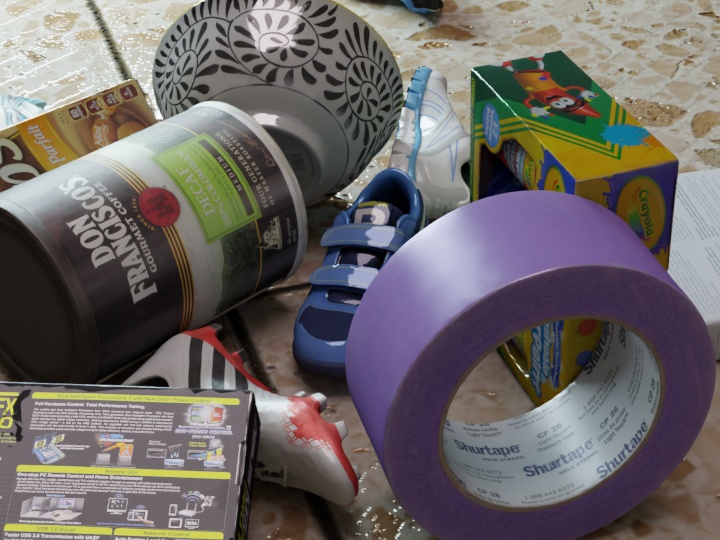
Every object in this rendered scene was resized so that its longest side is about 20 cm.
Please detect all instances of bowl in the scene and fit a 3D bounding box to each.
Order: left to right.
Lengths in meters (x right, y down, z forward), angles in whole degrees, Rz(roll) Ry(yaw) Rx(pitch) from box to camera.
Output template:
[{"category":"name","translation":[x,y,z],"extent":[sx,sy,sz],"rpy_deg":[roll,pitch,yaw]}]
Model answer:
[{"category":"bowl","translation":[-0.068,-0.108,1.167],"extent":[0.200,0.201,0.094],"rpy_deg":[2,47,4]}]

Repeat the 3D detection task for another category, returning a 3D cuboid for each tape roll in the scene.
[{"category":"tape roll","translation":[0.097,0.060,0.883],"extent":[0.200,0.200,0.085],"rpy_deg":[-9,33,-13]}]

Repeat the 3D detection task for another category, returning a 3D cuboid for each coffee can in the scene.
[{"category":"coffee can","translation":[-0.157,-0.017,1.059],"extent":[0.146,0.147,0.200],"rpy_deg":[26,41,35]}]

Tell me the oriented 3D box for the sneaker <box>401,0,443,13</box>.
[{"category":"sneaker","translation":[0.021,-0.309,1.597],"extent":[0.090,0.078,0.200],"rpy_deg":[-28,34,-6]}]

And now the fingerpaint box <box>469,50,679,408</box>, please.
[{"category":"fingerpaint box","translation":[0.132,-0.017,1.001],"extent":[0.073,0.200,0.167],"rpy_deg":[-12,35,-15]}]

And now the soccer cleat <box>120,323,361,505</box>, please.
[{"category":"soccer cleat","translation":[-0.077,0.101,0.956],"extent":[0.085,0.069,0.200],"rpy_deg":[-32,41,-23]}]

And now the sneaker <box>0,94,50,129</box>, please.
[{"category":"sneaker","translation":[-0.270,-0.101,1.259],"extent":[0.086,0.078,0.200],"rpy_deg":[-12,34,-22]}]

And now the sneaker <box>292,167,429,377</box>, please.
[{"category":"sneaker","translation":[0.000,0.000,1.089],"extent":[0.074,0.082,0.200],"rpy_deg":[9,36,12]}]

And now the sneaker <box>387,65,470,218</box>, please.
[{"category":"sneaker","translation":[0.068,-0.098,1.262],"extent":[0.087,0.075,0.200],"rpy_deg":[11,39,1]}]

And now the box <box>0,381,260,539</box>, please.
[{"category":"box","translation":[-0.163,0.142,0.857],"extent":[0.200,0.044,0.160],"rpy_deg":[1,54,3]}]

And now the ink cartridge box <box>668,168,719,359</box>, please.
[{"category":"ink cartridge box","translation":[0.255,-0.008,1.131],"extent":[0.200,0.043,0.196],"rpy_deg":[-8,35,-7]}]

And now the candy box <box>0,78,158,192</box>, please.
[{"category":"candy box","translation":[-0.232,-0.055,1.146],"extent":[0.200,0.116,0.055],"rpy_deg":[-28,0,-36]}]
